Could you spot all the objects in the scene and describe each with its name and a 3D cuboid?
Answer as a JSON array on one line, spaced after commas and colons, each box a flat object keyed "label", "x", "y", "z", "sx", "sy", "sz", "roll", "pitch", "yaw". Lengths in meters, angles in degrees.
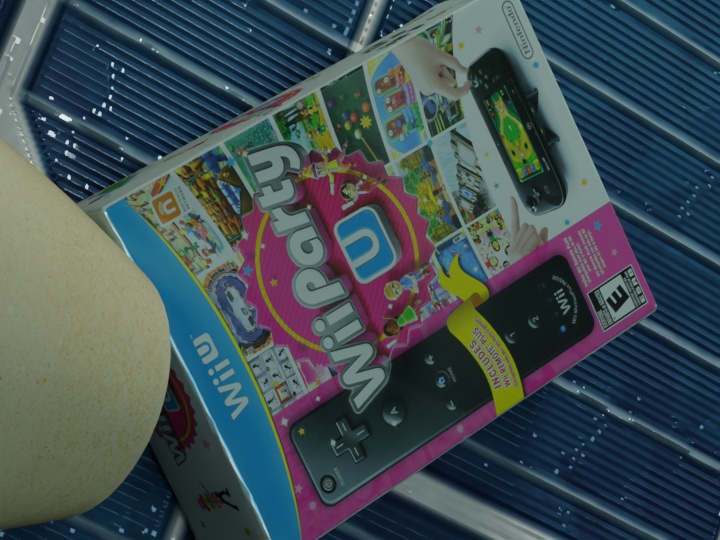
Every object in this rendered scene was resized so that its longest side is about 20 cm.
[{"label": "board game box", "x": 0.000, "y": 0.000, "z": 0.963, "sx": 0.200, "sy": 0.064, "sz": 0.148, "roll": -31, "pitch": 102, "yaw": -28}, {"label": "plant pot", "x": -0.166, "y": 0.014, "z": 0.812, "sx": 0.200, "sy": 0.187, "sz": 0.187, "roll": 23, "pitch": 74, "yaw": -42}]
